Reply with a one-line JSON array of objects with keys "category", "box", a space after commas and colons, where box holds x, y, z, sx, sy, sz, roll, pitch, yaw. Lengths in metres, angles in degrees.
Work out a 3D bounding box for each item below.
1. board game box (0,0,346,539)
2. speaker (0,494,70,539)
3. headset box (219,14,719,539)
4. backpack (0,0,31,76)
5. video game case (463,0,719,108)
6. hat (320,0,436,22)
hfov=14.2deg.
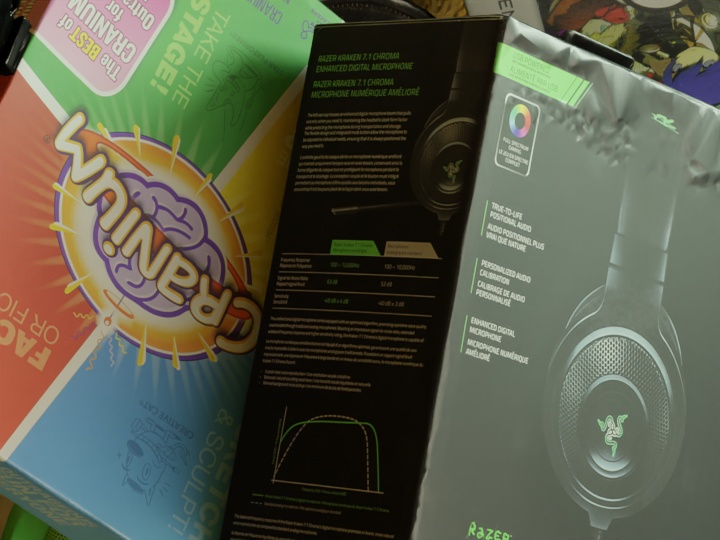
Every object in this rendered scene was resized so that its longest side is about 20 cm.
[{"category": "board game box", "box": [-0.074, -0.015, 0.966, 0.153, 0.040, 0.201, 36, 66, -30]}, {"category": "speaker", "box": [-0.099, 0.135, 1.051, 0.088, 0.088, 0.201, -14, 118, -57]}, {"category": "headset box", "box": [0.058, 0.019, 0.990, 0.174, 0.092, 0.201, 19, 78, -44]}, {"category": "backpack", "box": [-0.173, -0.105, 0.748, 0.164, 0.153, 0.200, -58, 170, -18]}, {"category": "video game case", "box": [0.138, -0.115, 1.100, 0.182, 0.199, 0.036, 70, 12, -49]}, {"category": "hat", "box": [0.000, 0.000, 1.097, 0.200, 0.081, 0.202, -21, 126, -32]}]
